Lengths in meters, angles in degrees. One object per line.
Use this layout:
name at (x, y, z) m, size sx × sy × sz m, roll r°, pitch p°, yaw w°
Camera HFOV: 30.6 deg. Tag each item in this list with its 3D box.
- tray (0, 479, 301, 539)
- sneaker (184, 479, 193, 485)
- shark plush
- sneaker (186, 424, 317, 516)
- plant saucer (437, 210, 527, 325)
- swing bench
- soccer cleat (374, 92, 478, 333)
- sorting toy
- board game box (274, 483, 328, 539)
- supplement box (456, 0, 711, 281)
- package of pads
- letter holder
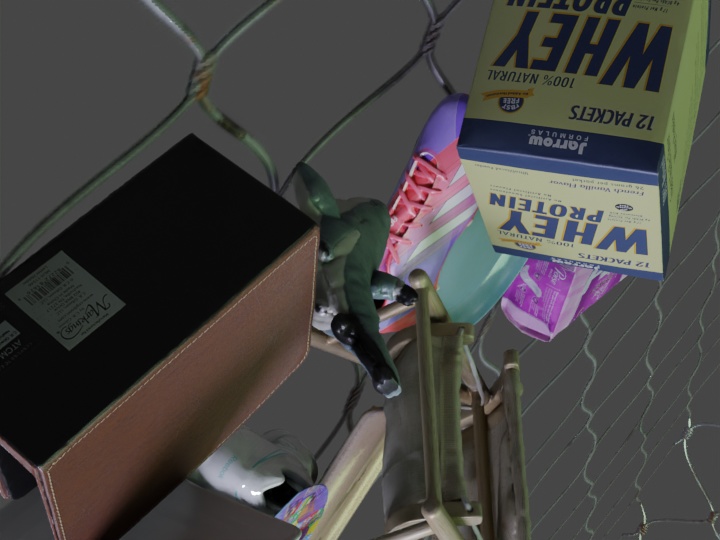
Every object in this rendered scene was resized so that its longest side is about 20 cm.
tray at (-0.133, 0.159, 0.745) m, size 0.107 × 0.199 × 0.022 m, roll -39°, pitch 125°, yaw -35°
sneaker at (-0.150, 0.241, 0.974) m, size 0.091 × 0.076 × 0.201 m, roll -23°, pitch 139°, yaw -42°
shark plush at (0.000, 0.000, 0.826) m, size 0.083 × 0.200 × 0.091 m, roll 10°, pitch 108°, yaw -19°
sneaker at (-0.070, 0.166, 1.018) m, size 0.071 × 0.080 × 0.200 m, roll -57°, pitch 159°, yaw -1°
plant saucer at (0.112, -0.026, 1.189) m, size 0.200 × 0.027 × 0.201 m, roll -44°, pitch 155°, yaw -27°
swing bench at (0.054, 0.144, 0.972) m, size 0.129 × 0.200 × 0.200 m, roll -25°, pitch 138°, yaw 28°
soccer cleat at (0.040, -0.038, 0.990) m, size 0.076 × 0.067 × 0.201 m, roll -8°, pitch 128°, yaw -42°
sorting toy at (-0.019, 0.189, 1.170) m, size 0.186 × 0.036 × 0.200 m, roll -58°, pitch 169°, yaw 4°
board game box at (-0.079, 0.248, 0.968) m, size 0.200 × 0.039 × 0.158 m, roll -43°, pitch 161°, yaw -23°
supplement box at (0.169, -0.126, 0.944) m, size 0.200 × 0.134 × 0.201 m, roll 56°, pitch 46°, yaw -65°
package of pads at (0.234, -0.022, 1.369) m, size 0.200 × 0.076 × 0.121 m, roll -34°, pitch 147°, yaw -42°
letter holder at (-0.125, 0.049, 0.730) m, size 0.200 × 0.100 × 0.142 m, roll -43°, pitch 156°, yaw -28°
